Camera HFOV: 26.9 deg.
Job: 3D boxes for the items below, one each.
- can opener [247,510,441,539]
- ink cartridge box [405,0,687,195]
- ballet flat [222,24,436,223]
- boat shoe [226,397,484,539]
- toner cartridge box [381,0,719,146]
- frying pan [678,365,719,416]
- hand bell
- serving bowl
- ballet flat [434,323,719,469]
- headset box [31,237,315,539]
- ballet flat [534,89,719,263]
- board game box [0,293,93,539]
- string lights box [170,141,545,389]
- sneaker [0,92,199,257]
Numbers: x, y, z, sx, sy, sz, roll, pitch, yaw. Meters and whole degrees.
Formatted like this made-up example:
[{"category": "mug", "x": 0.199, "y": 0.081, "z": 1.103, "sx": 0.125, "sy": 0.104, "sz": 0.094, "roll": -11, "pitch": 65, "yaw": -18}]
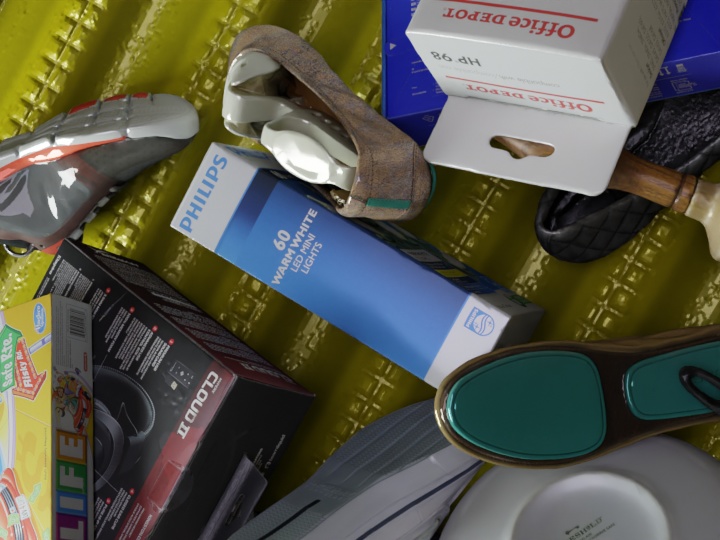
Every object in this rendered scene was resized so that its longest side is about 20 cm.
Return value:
[{"category": "can opener", "x": -0.016, "y": 0.174, "z": 0.909, "sx": 0.200, "sy": 0.079, "sz": 0.063, "roll": -2, "pitch": 49, "yaw": 13}, {"category": "ink cartridge box", "x": 0.105, "y": -0.148, "z": 0.790, "sx": 0.116, "sy": 0.067, "sz": 0.200, "roll": 14, "pitch": 70, "yaw": 31}, {"category": "ballet flat", "x": -0.038, "y": -0.090, "z": 0.871, "sx": 0.200, "sy": 0.067, "sz": 0.068, "roll": 37, "pitch": 126, "yaw": 41}, {"category": "boat shoe", "x": 0.008, "y": 0.139, "z": 0.861, "sx": 0.200, "sy": 0.074, "sz": 0.067, "roll": -28, "pitch": 114, "yaw": -26}, {"category": "toner cartridge box", "x": 0.111, "y": -0.137, "z": 0.856, "sx": 0.200, "sy": 0.043, "sz": 0.095, "roll": -9, "pitch": 66, "yaw": 23}, {"category": "frying pan", "x": 0.251, "y": 0.124, "z": 0.813, "sx": 0.190, "sy": 0.031, "sz": 0.115, "roll": 11, "pitch": 88, "yaw": -3}, {"category": "hand bell", "x": 0.167, "y": -0.044, "z": 0.809, "sx": 0.200, "sy": 0.104, "sz": 0.104, "roll": 20, "pitch": 94, "yaw": 3}, {"category": "serving bowl", "x": 0.127, "y": 0.160, "z": 0.800, "sx": 0.200, "sy": 0.066, "sz": 0.200, "roll": -10, "pitch": 48, "yaw": 11}, {"category": "ballet flat", "x": 0.127, "y": 0.069, "z": 0.820, "sx": 0.200, "sy": 0.063, "sz": 0.069, "roll": -4, "pitch": 90, "yaw": -17}, {"category": "headset box", "x": -0.131, "y": 0.094, "z": 0.891, "sx": 0.200, "sy": 0.077, "sz": 0.149, "roll": 32, "pitch": 98, "yaw": 38}, {"category": "ballet flat", "x": 0.176, "y": -0.081, "z": 0.853, "sx": 0.066, "sy": 0.057, "sz": 0.200, "roll": 43, "pitch": 99, "yaw": 17}, {"category": "board game box", "x": -0.214, "y": 0.126, "z": 0.871, "sx": 0.134, "sy": 0.034, "sz": 0.200, "roll": -18, "pitch": 66, "yaw": 32}, {"category": "string lights box", "x": 0.000, "y": 0.000, "z": 0.878, "sx": 0.200, "sy": 0.103, "sz": 0.059, "roll": 31, "pitch": 99, "yaw": 15}, {"category": "sneaker", "x": -0.187, "y": -0.054, "z": 0.964, "sx": 0.200, "sy": 0.077, "sz": 0.082, "roll": -16, "pitch": 111, "yaw": 16}]
